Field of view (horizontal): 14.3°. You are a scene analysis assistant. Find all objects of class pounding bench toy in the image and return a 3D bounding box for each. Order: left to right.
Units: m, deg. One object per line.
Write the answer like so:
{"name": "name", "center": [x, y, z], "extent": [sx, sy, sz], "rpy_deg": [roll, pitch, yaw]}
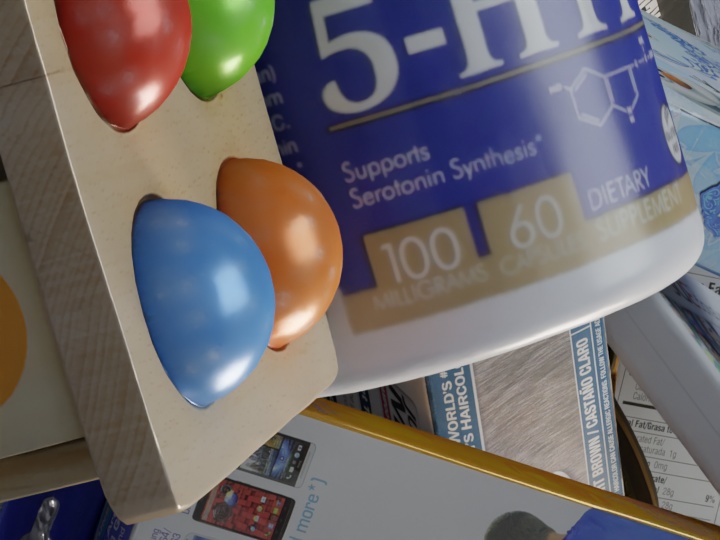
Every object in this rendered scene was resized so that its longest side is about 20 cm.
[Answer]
{"name": "pounding bench toy", "center": [-0.082, -0.017, 0.616], "extent": [0.200, 0.156, 0.125], "rpy_deg": [-37, 111, -73]}

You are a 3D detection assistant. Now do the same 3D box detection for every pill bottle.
{"name": "pill bottle", "center": [-0.001, -0.081, 0.677], "extent": [0.120, 0.119, 0.200], "rpy_deg": [-39, 112, -73]}

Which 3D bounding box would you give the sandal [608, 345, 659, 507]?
{"name": "sandal", "center": [0.047, 0.005, 0.908], "extent": [0.200, 0.054, 0.080], "rpy_deg": [60, -25, 26]}

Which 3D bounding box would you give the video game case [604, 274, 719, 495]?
{"name": "video game case", "center": [0.142, 0.078, 0.855], "extent": [0.200, 0.024, 0.182], "rpy_deg": [55, 10, 18]}

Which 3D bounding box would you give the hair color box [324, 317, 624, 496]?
{"name": "hair color box", "center": [0.000, 0.000, 0.853], "extent": [0.200, 0.060, 0.100], "rpy_deg": [45, -28, 50]}

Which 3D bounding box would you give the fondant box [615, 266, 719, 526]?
{"name": "fondant box", "center": [0.086, 0.076, 1.054], "extent": [0.144, 0.058, 0.200], "rpy_deg": [-132, -125, -73]}

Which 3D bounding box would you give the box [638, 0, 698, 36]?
{"name": "box", "center": [0.048, -0.067, 1.063], "extent": [0.049, 0.160, 0.200], "rpy_deg": [47, -1, 18]}

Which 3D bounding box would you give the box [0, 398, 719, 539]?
{"name": "box", "center": [-0.001, 0.099, 0.745], "extent": [0.041, 0.200, 0.119], "rpy_deg": [29, -80, 66]}

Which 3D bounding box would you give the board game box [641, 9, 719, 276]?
{"name": "board game box", "center": [0.066, -0.057, 0.865], "extent": [0.199, 0.043, 0.200], "rpy_deg": [24, 13, -21]}
